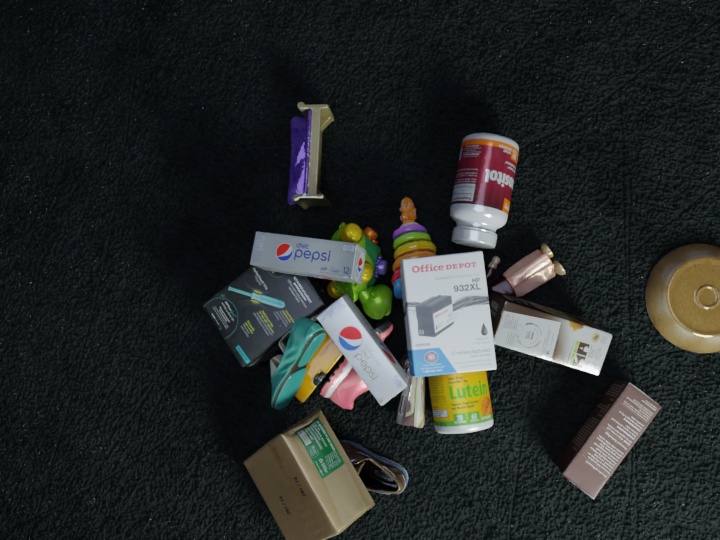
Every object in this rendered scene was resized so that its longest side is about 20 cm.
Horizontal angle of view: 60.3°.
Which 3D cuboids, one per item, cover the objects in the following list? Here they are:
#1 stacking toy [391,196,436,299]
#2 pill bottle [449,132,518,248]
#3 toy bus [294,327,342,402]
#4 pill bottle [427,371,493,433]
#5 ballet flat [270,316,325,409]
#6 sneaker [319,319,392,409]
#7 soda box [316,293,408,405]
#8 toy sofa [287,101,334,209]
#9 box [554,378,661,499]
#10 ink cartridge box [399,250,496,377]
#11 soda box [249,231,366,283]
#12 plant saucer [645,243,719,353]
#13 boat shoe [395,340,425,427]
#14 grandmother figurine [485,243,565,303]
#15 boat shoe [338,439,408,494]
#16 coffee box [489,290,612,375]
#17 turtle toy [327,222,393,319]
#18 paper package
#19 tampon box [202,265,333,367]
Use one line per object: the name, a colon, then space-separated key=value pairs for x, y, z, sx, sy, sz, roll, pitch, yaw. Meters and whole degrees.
stacking toy: x=0.102 y=-0.052 z=1.213 sx=0.108 sy=0.116 sz=0.203 roll=-11 pitch=71 yaw=5
pill bottle: x=0.233 y=-0.149 z=1.187 sx=0.111 sy=0.113 sz=0.203 roll=10 pitch=87 yaw=10
toy bus: x=-0.071 y=0.162 z=1.221 sx=0.065 sy=0.078 sz=0.201 roll=40 pitch=91 yaw=6
pill bottle: x=0.180 y=0.194 z=1.160 sx=0.109 sy=0.111 sz=0.204 roll=-8 pitch=83 yaw=8
ballet flat: x=-0.129 y=0.166 z=1.152 sx=0.070 sy=0.067 sz=0.202 roll=41 pitch=119 yaw=25
sneaker: x=0.009 y=0.186 z=1.221 sx=0.087 sy=0.074 sz=0.201 roll=40 pitch=95 yaw=-3
soda box: x=0.006 y=0.143 z=1.140 sx=0.063 sy=0.068 sz=0.201 roll=-36 pitch=88 yaw=8
toy sofa: x=-0.109 y=-0.232 z=1.267 sx=0.096 sy=0.083 sz=0.204 roll=2 pitch=85 yaw=8
box: x=0.439 y=0.298 z=1.113 sx=0.075 sy=0.100 sz=0.201 roll=38 pitch=92 yaw=11
ink cartridge box: x=0.149 y=0.076 z=1.078 sx=0.142 sy=0.084 sz=0.204 roll=-5 pitch=82 yaw=1
soda box: x=-0.093 y=-0.023 z=1.116 sx=0.197 sy=0.068 sz=0.065 roll=7 pitch=83 yaw=17
plant saucer: x=0.632 y=0.050 z=1.139 sx=0.197 sy=0.035 sz=0.204 roll=-1 pitch=84 yaw=9
boat shoe: x=0.093 y=0.201 z=1.196 sx=0.064 sy=0.072 sz=0.204 roll=-2 pitch=90 yaw=4
grandmother figurine: x=0.284 y=0.028 z=1.189 sx=0.199 sy=0.061 sz=0.122 roll=-35 pitch=71 yaw=2
boat shoe: x=-0.006 y=0.377 z=1.192 sx=0.197 sy=0.072 sz=0.073 roll=11 pitch=87 yaw=11
coffee box: x=0.329 y=0.110 z=1.118 sx=0.197 sy=0.114 sz=0.081 roll=17 pitch=97 yaw=-3
turtle toy: x=0.000 y=0.000 z=1.208 sx=0.100 sy=0.145 sz=0.203 roll=-12 pitch=80 yaw=-32
paper package: x=-0.098 y=0.392 z=1.148 sx=0.202 sy=0.103 sz=0.191 roll=57 pitch=135 yaw=11
tampon box: x=-0.174 y=0.072 z=1.224 sx=0.199 sy=0.126 sz=0.151 roll=-37 pitch=78 yaw=4
